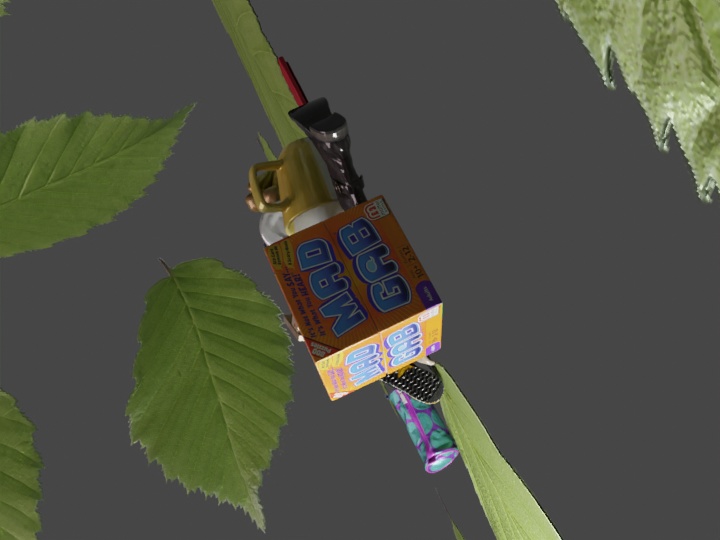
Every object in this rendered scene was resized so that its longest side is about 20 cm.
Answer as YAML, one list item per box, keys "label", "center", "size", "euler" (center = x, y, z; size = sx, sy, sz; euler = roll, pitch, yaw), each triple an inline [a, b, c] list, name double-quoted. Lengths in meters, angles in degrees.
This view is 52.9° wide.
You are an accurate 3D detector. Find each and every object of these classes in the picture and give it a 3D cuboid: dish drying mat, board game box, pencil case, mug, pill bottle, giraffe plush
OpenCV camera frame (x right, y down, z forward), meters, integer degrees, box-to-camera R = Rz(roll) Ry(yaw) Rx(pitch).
- label: "dish drying mat"
  center: [-0.109, -0.322, 1.418]
  size: [0.201, 0.018, 0.077]
  euler: [63, 174, 15]
- label: "board game box"
  center: [-0.006, 0.047, 1.125]
  size: [0.200, 0.199, 0.201]
  euler: [78, 166, -64]
- label: "pencil case"
  center: [0.133, 0.331, 1.564]
  size: [0.092, 0.085, 0.201]
  euler: [28, -153, -53]
- label: "mug"
  center: [-0.094, -0.162, 1.317]
  size: [0.186, 0.149, 0.154]
  euler: [19, -129, -63]
- label: "pill bottle"
  center: [-0.151, -0.067, 1.536]
  size: [0.200, 0.110, 0.111]
  euler: [98, 146, -76]
- label: "giraffe plush"
  center: [-0.180, -0.182, 1.846]
  size: [0.163, 0.172, 0.201]
  euler: [60, -148, -32]

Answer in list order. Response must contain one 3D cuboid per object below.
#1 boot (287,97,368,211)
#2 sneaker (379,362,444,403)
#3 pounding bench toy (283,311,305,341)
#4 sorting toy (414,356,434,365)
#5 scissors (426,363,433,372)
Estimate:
- label: "boot"
  center: [-0.048, -0.182, 1.199]
  size: [0.200, 0.069, 0.175]
  euler: [53, 166, 54]
- label: "sneaker"
  center: [0.067, 0.192, 1.375]
  size: [0.199, 0.070, 0.090]
  euler: [32, 168, 13]
- label: "pounding bench toy"
  center: [-0.061, 0.062, 1.665]
  size: [0.124, 0.199, 0.157]
  euler: [-139, 53, -61]
- label: "sorting toy"
  center: [0.067, 0.084, 1.347]
  size: [0.185, 0.036, 0.201]
  euler: [153, 94, -81]
- label: "scissors"
  center: [0.109, 0.153, 1.437]
  size: [0.200, 0.014, 0.073]
  euler: [-123, 13, -47]
